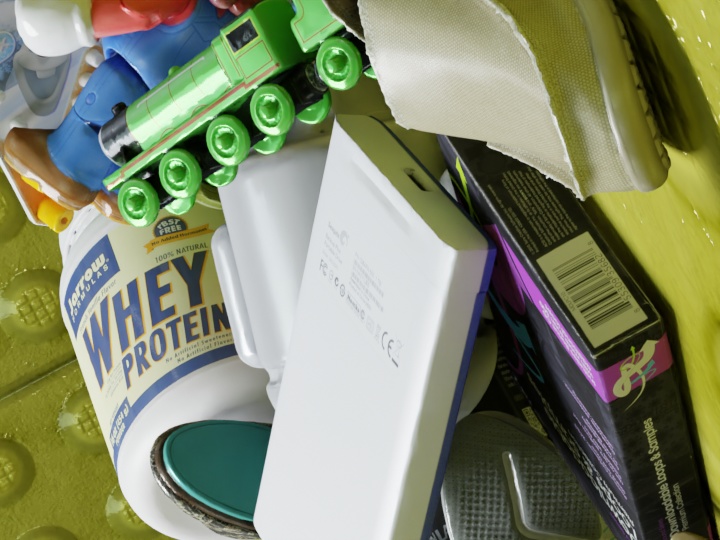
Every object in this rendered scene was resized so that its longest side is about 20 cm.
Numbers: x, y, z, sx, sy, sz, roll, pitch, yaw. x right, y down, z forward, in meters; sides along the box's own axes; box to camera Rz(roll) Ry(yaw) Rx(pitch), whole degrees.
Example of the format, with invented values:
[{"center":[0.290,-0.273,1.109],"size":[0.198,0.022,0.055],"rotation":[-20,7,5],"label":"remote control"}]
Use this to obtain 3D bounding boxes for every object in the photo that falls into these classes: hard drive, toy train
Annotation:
[{"center":[0.002,0.053,1.074],"size":[0.132,0.025,0.201],"rotation":[-129,46,-55],"label":"hard drive"},{"center":[-0.044,-0.082,1.086],"size":[0.042,0.199,0.057],"rotation":[-22,-97,-54],"label":"toy train"}]

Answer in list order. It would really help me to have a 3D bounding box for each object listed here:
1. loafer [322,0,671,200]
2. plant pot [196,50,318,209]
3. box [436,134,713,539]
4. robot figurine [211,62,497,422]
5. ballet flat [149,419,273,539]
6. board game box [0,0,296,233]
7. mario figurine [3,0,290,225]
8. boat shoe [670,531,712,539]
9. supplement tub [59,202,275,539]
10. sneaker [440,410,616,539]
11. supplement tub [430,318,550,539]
[{"center":[0.040,-0.072,0.835],"size":[0.076,0.068,0.200],"rotation":[66,174,-31],"label":"loafer"},{"center":[-0.104,-0.130,1.397],"size":[0.190,0.200,0.201],"rotation":[43,163,39],"label":"plant pot"},{"center":[0.090,0.033,1.044],"size":[0.143,0.036,0.200],"rotation":[58,175,38],"label":"box"},{"center":[0.000,0.000,1.191],"size":[0.169,0.113,0.202],"rotation":[-12,92,42],"label":"robot figurine"},{"center":[-0.031,0.119,1.368],"size":[0.075,0.199,0.068],"rotation":[-46,51,51],"label":"ballet flat"},{"center":[-0.110,-0.146,1.215],"size":[0.026,0.199,0.201],"rotation":[35,155,48],"label":"board game box"},{"center":[-0.092,-0.128,1.185],"size":[0.106,0.201,0.123],"rotation":[34,-169,-3],"label":"mario figurine"},{"center":[0.137,0.173,1.039],"size":[0.072,0.066,0.201],"rotation":[32,160,22],"label":"boat shoe"},{"center":[-0.091,0.039,1.451],"size":[0.145,0.144,0.201],"rotation":[69,177,-50],"label":"supplement tub"},{"center":[0.095,0.134,1.193],"size":[0.201,0.070,0.080],"rotation":[51,-170,-29],"label":"sneaker"},{"center":[0.025,0.059,1.307],"size":[0.201,0.122,0.123],"rotation":[62,174,11],"label":"supplement tub"}]
